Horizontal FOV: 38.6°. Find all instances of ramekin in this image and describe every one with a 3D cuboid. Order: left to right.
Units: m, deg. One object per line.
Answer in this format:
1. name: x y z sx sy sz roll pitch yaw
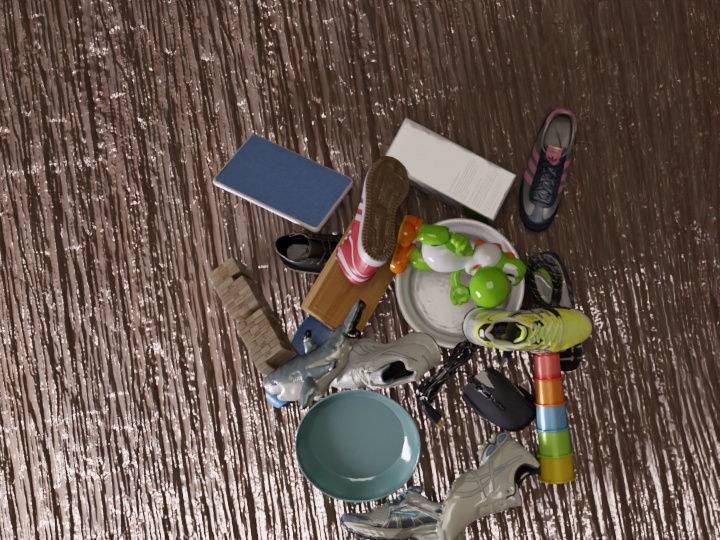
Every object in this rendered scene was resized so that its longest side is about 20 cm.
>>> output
1. ramekin: 0.157 0.024 1.622 0.198 0.098 0.203 -1 85 6

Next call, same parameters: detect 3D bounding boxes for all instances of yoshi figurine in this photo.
1. yoshi figurine: 0.145 -0.004 1.524 0.198 0.112 0.113 16 90 3

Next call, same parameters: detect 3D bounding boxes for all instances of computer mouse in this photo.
1. computer mouse: 0.181 0.211 1.584 0.140 0.046 0.200 -42 116 9

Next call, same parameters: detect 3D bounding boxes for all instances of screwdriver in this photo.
1. screwdriver: 0.225 0.152 1.616 0.029 0.028 0.202 21 106 17

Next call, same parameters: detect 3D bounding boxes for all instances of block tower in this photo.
1. block tower: -0.171 0.074 1.640 0.058 0.054 0.201 -36 61 10

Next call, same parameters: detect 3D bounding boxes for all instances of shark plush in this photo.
1. shark plush: -0.064 0.127 1.558 0.083 0.091 0.200 42 112 10

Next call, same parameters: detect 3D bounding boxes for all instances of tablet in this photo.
1. tablet: -0.125 -0.144 1.670 0.199 0.014 0.130 26 55 13

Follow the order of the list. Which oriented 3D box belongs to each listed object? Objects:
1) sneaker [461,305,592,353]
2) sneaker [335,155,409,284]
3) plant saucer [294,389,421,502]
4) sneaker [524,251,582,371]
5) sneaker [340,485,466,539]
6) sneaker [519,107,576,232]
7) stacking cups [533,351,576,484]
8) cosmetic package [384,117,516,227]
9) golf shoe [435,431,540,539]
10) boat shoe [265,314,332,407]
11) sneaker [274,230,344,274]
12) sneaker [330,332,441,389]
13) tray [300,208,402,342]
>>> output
1. sneaker: 0.254 0.094 1.526 0.198 0.076 0.076 -2 101 -12
2. sneaker: 0.016 -0.073 1.562 0.071 0.113 0.201 21 55 -12
3. plant saucer: -0.004 0.270 1.617 0.198 0.036 0.202 0 111 0
4. sneaker: 0.313 0.061 1.614 0.073 0.081 0.202 -5 104 28
5. sneaker: 0.067 0.384 1.619 0.198 0.078 0.087 3 73 -1
6. sneaker: 0.296 -0.163 1.631 0.069 0.082 0.202 12 86 7
7. stacking cups: 0.298 0.224 1.586 0.060 0.061 0.202 -4 97 6
8. cosmetic package: 0.142 -0.155 1.635 0.199 0.108 0.085 27 90 9
9. golf shoe: 0.194 0.339 1.557 0.097 0.079 0.200 28 64 30
10. boat shoe: -0.083 0.130 1.655 0.084 0.069 0.200 43 89 16
11. sneaker: -0.037 -0.025 1.641 0.198 0.106 0.076 -1 84 6
12. sneaker: 0.024 0.147 1.580 0.199 0.087 0.075 -18 104 33
13. tray: 0.000 0.000 1.608 0.098 0.037 0.201 35 77 -21
